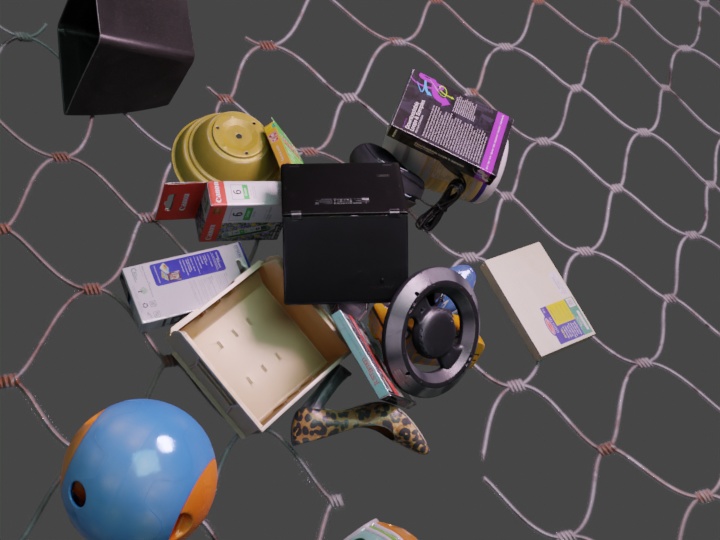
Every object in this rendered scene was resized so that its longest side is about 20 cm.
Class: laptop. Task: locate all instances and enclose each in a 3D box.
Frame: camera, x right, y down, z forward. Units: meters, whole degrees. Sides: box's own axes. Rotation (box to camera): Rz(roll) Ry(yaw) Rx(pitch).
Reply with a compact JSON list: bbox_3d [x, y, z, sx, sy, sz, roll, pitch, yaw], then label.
[{"bbox_3d":[-0.026,-0.060,1.512,0.186,0.116,0.201,-1,42,-5],"label":"laptop"}]

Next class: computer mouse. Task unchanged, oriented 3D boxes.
[{"bbox_3d":[0.083,-0.160,1.707,0.200,0.140,0.046,40,30,-12],"label":"computer mouse"}]

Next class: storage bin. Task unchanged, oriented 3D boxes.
[{"bbox_3d":[-0.152,0.110,1.483,0.200,0.094,0.199,-40,90,-30],"label":"storage bin"}]

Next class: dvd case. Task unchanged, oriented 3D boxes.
[{"bbox_3d":[0.023,0.139,1.512,0.022,0.200,0.146,-33,73,7],"label":"dvd case"}]

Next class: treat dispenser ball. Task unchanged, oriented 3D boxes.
[{"bbox_3d":[-0.287,0.268,1.294,0.200,0.201,0.202,10,58,-16],"label":"treat dispenser ball"}]

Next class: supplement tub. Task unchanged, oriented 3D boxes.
[{"bbox_3d":[0.148,-0.213,1.785,0.199,0.146,0.146,16,56,-12],"label":"supplement tub"}]

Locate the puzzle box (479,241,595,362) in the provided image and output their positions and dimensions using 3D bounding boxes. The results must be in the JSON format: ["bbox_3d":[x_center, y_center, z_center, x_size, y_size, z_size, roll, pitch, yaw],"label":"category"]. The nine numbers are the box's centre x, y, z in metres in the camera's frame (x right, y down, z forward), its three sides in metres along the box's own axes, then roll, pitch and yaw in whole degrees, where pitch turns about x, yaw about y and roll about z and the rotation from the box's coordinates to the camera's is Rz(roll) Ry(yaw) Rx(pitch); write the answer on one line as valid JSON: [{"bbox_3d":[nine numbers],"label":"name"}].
[{"bbox_3d":[0.313,0.053,1.764,0.133,0.025,0.201,-17,68,-29],"label":"puzzle box"}]

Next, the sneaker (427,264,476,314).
[{"bbox_3d":[0.125,0.042,1.658,0.200,0.089,0.079,-30,76,-33],"label":"sneaker"}]

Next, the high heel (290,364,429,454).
[{"bbox_3d":[-0.003,0.254,1.504,0.200,0.071,0.143,38,65,1],"label":"high heel"}]

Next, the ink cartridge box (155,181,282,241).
[{"bbox_3d":[-0.219,-0.093,1.592,0.199,0.109,0.051,-3,61,-22],"label":"ink cartridge box"}]

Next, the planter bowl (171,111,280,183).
[{"bbox_3d":[-0.212,-0.205,1.679,0.199,0.084,0.201,10,58,-16],"label":"planter bowl"}]

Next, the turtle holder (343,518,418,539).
[{"bbox_3d":[0.013,0.429,1.369,0.132,0.185,0.141,54,25,14],"label":"turtle holder"}]

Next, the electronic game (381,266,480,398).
[{"bbox_3d":[0.110,0.094,1.508,0.199,0.042,0.201,-7,100,-40],"label":"electronic game"}]

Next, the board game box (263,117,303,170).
[{"bbox_3d":[-0.108,-0.162,1.635,0.030,0.096,0.201,-28,49,9],"label":"board game box"}]

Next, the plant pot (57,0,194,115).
[{"bbox_3d":[-0.386,-0.381,1.659,0.177,0.200,0.200,5,58,-31],"label":"plant pot"}]

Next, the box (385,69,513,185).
[{"bbox_3d":[0.154,-0.245,1.697,0.199,0.036,0.143,26,55,-7],"label":"box"}]

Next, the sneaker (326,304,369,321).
[{"bbox_3d":[0.000,0.000,1.578,0.080,0.201,0.075,12,15,-18],"label":"sneaker"}]

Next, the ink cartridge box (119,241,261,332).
[{"bbox_3d":[-0.263,0.024,1.549,0.199,0.039,0.100,-14,67,-26],"label":"ink cartridge box"}]

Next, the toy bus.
[{"bbox_3d":[0.101,0.106,1.588,0.199,0.078,0.065,9,35,-31],"label":"toy bus"}]
